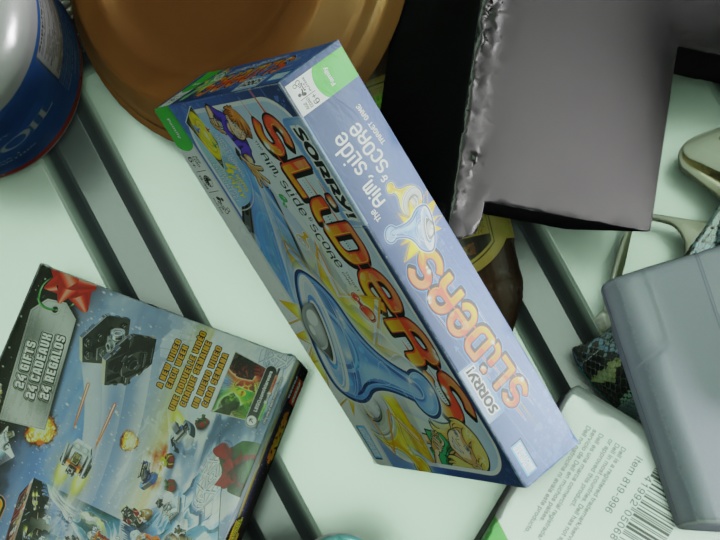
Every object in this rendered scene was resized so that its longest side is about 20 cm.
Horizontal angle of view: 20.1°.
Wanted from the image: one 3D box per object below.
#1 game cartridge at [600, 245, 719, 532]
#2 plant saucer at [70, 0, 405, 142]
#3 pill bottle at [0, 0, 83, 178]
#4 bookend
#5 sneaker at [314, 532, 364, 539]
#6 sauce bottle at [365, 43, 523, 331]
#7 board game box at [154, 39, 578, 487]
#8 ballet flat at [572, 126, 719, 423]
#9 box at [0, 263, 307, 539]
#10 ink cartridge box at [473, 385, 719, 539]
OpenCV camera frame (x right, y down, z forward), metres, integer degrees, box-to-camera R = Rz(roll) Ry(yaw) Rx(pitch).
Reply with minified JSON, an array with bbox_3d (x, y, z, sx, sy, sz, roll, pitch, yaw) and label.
[{"bbox_3d":[0.220,0.041,0.899,0.199,0.041,0.133,-16,82,-6],"label":"game cartridge"},{"bbox_3d":[-0.067,-0.154,0.944,0.200,0.037,0.201,2,94,35],"label":"plant saucer"},{"bbox_3d":[-0.195,-0.105,0.913,0.112,0.200,0.113,0,86,3],"label":"pill bottle"},{"bbox_3d":[0.121,-0.099,0.919,0.199,0.092,0.199,8,88,-23],"label":"bookend"},{"bbox_3d":[-0.025,0.210,0.920,0.091,0.077,0.201,5,103,44],"label":"sneaker"},{"bbox_3d":[0.042,-0.016,0.965,0.065,0.065,0.201,-15,85,1],"label":"sauce bottle"},{"bbox_3d":[0.000,0.000,0.878,0.034,0.135,0.200,-38,105,-23],"label":"board game box"},{"bbox_3d":[0.166,-0.024,0.960,0.074,0.074,0.200,32,86,4],"label":"ballet flat"},{"bbox_3d":[-0.125,0.113,0.955,0.137,0.040,0.200,20,80,12],"label":"box"},{"bbox_3d":[0.145,0.166,0.936,0.200,0.083,0.147,32,87,5],"label":"ink cartridge box"}]
